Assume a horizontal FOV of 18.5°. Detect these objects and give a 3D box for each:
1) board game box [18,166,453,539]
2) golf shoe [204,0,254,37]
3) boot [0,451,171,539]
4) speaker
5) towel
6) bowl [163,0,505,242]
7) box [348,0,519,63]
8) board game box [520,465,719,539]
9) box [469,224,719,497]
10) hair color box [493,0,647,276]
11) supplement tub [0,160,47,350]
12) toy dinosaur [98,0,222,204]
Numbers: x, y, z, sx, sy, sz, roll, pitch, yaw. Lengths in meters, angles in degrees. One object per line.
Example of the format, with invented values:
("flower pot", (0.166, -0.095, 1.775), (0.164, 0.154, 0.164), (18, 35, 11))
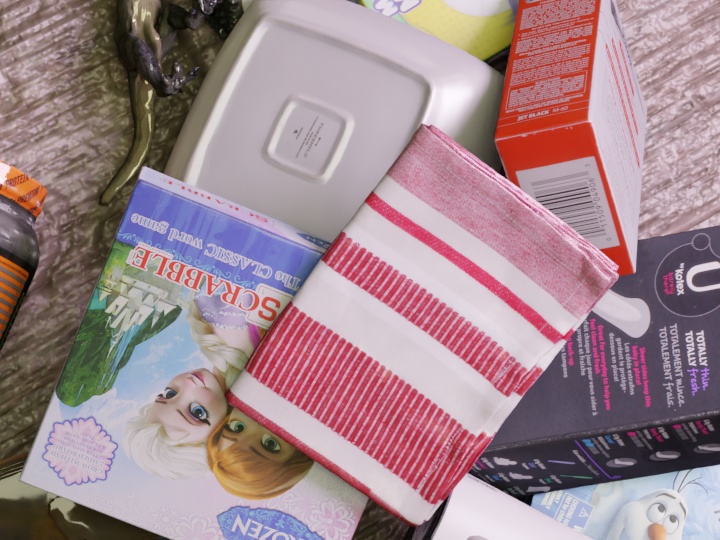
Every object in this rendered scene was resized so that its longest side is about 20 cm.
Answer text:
("board game box", (-0.074, 0.068, 1.304), (0.200, 0.041, 0.200), (21, 103, -5))
("golf shoe", (-0.077, -0.254, 1.433), (0.088, 0.077, 0.200), (-8, 92, -26))
("boot", (-0.175, 0.163, 1.354), (0.200, 0.075, 0.097), (-15, 58, -12))
("speaker", (0.126, 0.201, 1.363), (0.200, 0.081, 0.081), (28, 81, -7))
("towel", (0.035, 0.035, 1.266), (0.144, 0.023, 0.200), (35, 101, -9))
("bowl", (-0.023, -0.072, 1.365), (0.199, 0.075, 0.200), (25, 87, 19))
("box", (0.067, -0.194, 1.459), (0.200, 0.048, 0.117), (-32, 89, -8))
("board game box", (0.222, 0.138, 1.444), (0.199, 0.043, 0.200), (27, 81, -5))
("box", (0.159, 0.058, 1.362), (0.200, 0.106, 0.123), (-10, 66, 18))
("hair color box", (0.132, -0.091, 1.360), (0.064, 0.200, 0.111), (-10, 121, 17))
("supplement tub", (-0.274, 0.023, 1.348), (0.122, 0.123, 0.200), (24, 80, -5))
("toy dinosaur", (-0.132, -0.144, 1.413), (0.047, 0.088, 0.200), (5, 84, -41))
